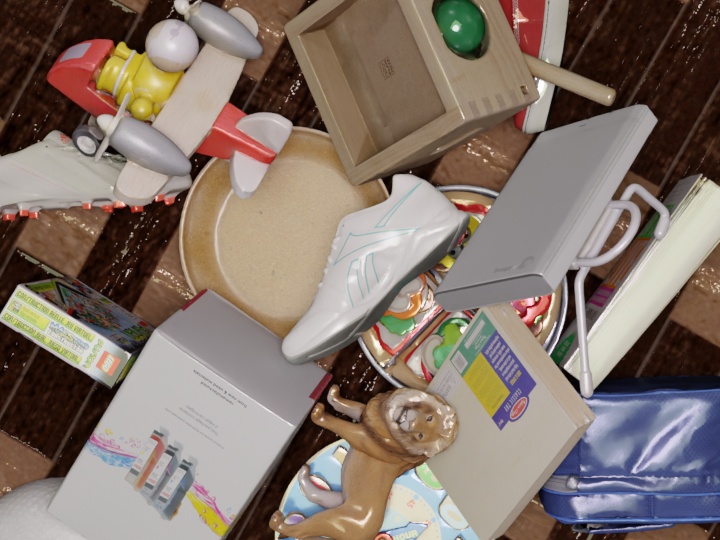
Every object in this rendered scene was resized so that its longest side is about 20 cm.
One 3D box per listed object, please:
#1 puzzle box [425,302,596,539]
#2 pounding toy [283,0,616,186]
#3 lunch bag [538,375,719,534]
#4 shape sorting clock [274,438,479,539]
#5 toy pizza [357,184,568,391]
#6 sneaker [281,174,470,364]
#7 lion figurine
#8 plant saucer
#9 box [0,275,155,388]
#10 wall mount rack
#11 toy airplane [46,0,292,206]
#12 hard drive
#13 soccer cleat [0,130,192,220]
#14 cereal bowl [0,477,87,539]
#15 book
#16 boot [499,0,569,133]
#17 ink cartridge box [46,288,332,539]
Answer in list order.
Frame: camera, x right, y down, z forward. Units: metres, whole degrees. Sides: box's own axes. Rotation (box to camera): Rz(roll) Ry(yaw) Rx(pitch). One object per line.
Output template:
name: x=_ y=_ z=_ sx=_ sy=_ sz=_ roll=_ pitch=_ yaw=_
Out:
puzzle box: x=0.113 y=0.131 z=1.344 sx=0.025 sy=0.200 sz=0.133 roll=-20 pitch=64 yaw=-34
pounding toy: x=0.074 y=-0.178 z=1.350 sx=0.142 sy=0.200 sz=0.184 roll=-21 pitch=86 yaw=-42
lunch bag: x=0.238 y=0.164 z=1.383 sx=0.199 sy=0.136 sz=0.133 roll=-2 pitch=91 yaw=3
shape sorting clock: x=0.020 y=0.246 z=1.440 sx=0.199 sy=0.039 sz=0.201 roll=0 pitch=91 yaw=1
toy pizza: x=0.086 y=0.022 z=1.421 sx=0.200 sy=0.032 sz=0.201 roll=-1 pitch=87 yaw=10
sneaker: x=0.000 y=0.000 z=1.371 sx=0.200 sy=0.070 sz=0.080 roll=-44 pitch=78 yaw=-2
lion figurine: x=0.004 y=0.180 z=1.389 sx=0.122 sy=0.072 sz=0.200 roll=25 pitch=115 yaw=12
plant saucer: x=-0.063 y=-0.029 z=1.429 sx=0.200 sy=0.035 sz=0.201 roll=0 pitch=88 yaw=9
box: x=-0.235 y=0.050 z=1.363 sx=0.110 sy=0.200 sz=0.035 roll=31 pitch=92 yaw=0
wall mount rack: x=0.171 y=0.010 z=1.323 sx=0.075 sy=0.200 sz=0.174 roll=38 pitch=73 yaw=-24
toy airplane: x=-0.151 y=-0.150 z=1.357 sx=0.199 sy=0.141 sz=0.200 roll=-16 pitch=50 yaw=-20
hard drive: x=0.154 y=-0.052 z=1.312 sx=0.026 sy=0.132 sz=0.200 roll=48 pitch=57 yaw=-21
soccer cleat: x=-0.252 y=-0.090 z=1.424 sx=0.200 sy=0.069 sz=0.078 roll=-3 pitch=87 yaw=8
cereal bowl: x=-0.276 y=0.293 z=1.429 sx=0.200 sy=0.083 sz=0.201 roll=0 pitch=92 yaw=1
book: x=0.243 y=0.010 z=1.381 sx=0.048 sy=0.134 sz=0.200 roll=37 pitch=91 yaw=-2
boot: x=0.114 y=-0.224 z=1.413 sx=0.144 sy=0.072 sz=0.201 roll=5 pitch=86 yaw=4
ink cartridge box: x=-0.147 y=0.149 z=1.369 sx=0.145 sy=0.145 sz=0.200 roll=35 pitch=108 yaw=1
